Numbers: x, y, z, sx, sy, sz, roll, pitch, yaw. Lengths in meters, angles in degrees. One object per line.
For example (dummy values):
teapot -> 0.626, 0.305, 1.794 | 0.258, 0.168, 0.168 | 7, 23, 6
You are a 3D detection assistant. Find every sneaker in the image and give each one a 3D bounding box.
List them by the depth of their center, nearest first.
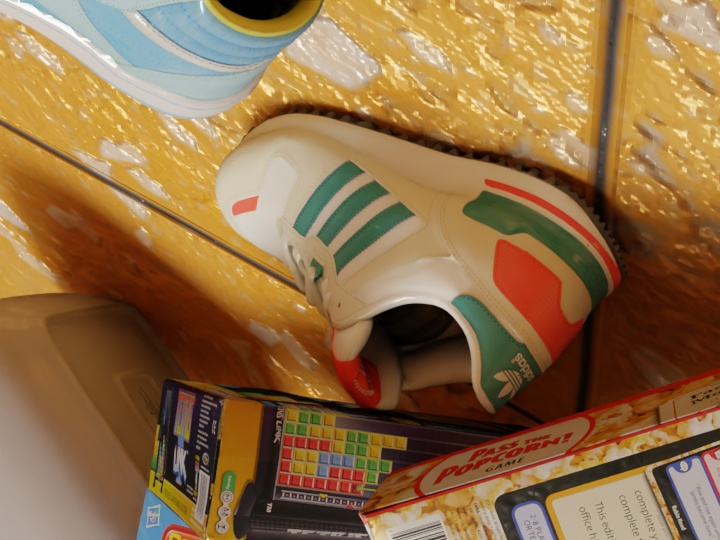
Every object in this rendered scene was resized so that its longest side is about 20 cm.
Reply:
sneaker -> -0.097, -0.130, 0.693 | 0.200, 0.080, 0.131 | 26, 161, -20
sneaker -> 0.001, 0.000, 0.794 | 0.200, 0.093, 0.070 | 15, 149, 40

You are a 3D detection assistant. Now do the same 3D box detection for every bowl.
bowl -> -0.134, 0.090, 1.072 | 0.200, 0.075, 0.200 | 54, -165, 9

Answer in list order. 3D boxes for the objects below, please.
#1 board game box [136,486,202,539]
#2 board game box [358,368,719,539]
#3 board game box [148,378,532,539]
board game box -> 0.029, 0.149, 0.963 | 0.200, 0.056, 0.196 | 11, 177, -39
board game box -> 0.120, 0.115, 0.693 | 0.200, 0.046, 0.152 | -19, 98, 20
board game box -> 0.007, 0.083, 0.841 | 0.165, 0.057, 0.200 | 7, 178, -12
